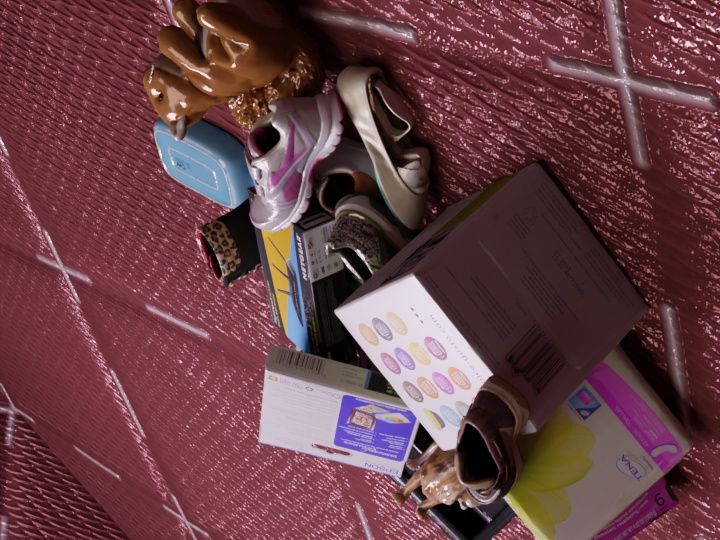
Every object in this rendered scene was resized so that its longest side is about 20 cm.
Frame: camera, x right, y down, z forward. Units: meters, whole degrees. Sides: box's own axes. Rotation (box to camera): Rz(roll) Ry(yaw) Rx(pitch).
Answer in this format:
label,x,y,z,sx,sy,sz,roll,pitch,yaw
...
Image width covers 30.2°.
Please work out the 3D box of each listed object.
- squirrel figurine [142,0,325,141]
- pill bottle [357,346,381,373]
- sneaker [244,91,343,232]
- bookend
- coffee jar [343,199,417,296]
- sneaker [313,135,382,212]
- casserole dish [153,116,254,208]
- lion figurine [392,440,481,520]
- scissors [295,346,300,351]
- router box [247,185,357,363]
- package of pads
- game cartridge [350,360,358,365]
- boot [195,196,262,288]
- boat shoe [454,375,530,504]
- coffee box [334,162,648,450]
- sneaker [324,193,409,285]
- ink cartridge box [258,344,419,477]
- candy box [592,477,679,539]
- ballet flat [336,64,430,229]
label,x,y,z,sx,sy,sz,roll,pitch,yaw
squirrel figurine,-0.146,-0.218,1.508,0.199,0.142,0.187,31,124,-23
pill bottle,0.055,0.097,1.642,0.112,0.112,0.200,41,160,13
sneaker,-0.094,-0.126,1.497,0.082,0.087,0.201,-106,33,-42
bookend,0.133,0.254,1.767,0.199,0.092,0.200,45,150,9
coffee jar,0.000,0.000,1.655,0.104,0.085,0.200,45,152,11
sneaker,-0.042,-0.116,1.578,0.199,0.085,0.073,13,137,50
casserole dish,-0.218,-0.150,1.832,0.199,0.039,0.122,29,145,34
lion figurine,0.107,0.230,1.614,0.072,0.200,0.123,39,114,-9
scissors,-0.081,0.086,1.948,0.073,0.014,0.201,30,145,28
router box,-0.071,0.005,1.630,0.149,0.051,0.202,37,143,51
package of pads,0.239,0.192,1.430,0.155,0.200,0.068,50,180,-8
game cartridge,-0.006,0.164,1.797,0.134,0.040,0.200,53,-172,-30
boot,-0.121,-0.015,1.730,0.073,0.153,0.205,27,144,48
boat shoe,0.118,0.183,1.309,0.072,0.072,0.201,35,151,19
coffee box,0.133,0.042,1.398,0.200,0.200,0.197,52,152,-7
sneaker,0.031,0.011,1.502,0.200,0.089,0.077,43,145,-8
ink cartridge box,-0.027,0.177,1.648,0.196,0.044,0.201,14,146,1
candy box,0.249,0.215,1.502,0.201,0.136,0.061,55,179,-12
ballet flat,0.039,-0.137,1.468,0.069,0.069,0.201,1,125,54
